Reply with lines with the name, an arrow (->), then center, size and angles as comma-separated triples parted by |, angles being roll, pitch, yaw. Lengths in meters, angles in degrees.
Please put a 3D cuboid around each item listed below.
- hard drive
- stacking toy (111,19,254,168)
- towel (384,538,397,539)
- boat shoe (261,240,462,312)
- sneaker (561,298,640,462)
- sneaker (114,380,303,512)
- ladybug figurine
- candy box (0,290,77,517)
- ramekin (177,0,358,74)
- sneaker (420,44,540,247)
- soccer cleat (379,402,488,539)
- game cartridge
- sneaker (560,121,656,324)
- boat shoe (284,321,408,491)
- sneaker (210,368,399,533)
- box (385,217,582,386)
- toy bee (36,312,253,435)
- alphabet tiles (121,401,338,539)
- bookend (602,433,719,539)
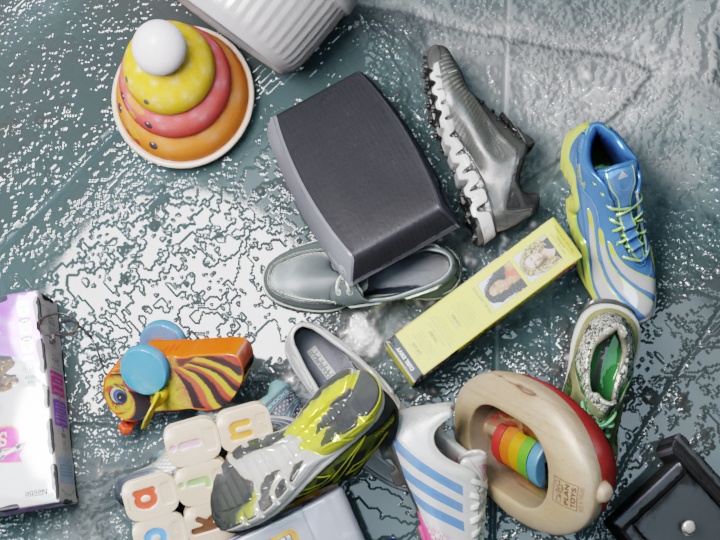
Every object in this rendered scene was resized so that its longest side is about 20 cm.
hard drive -> -0.003, -0.097, 1.278 | 0.134, 0.042, 0.201 | -27, 61, -3
stacking toy -> -0.181, -0.189, 1.250 | 0.144, 0.200, 0.149 | 0, 79, 2
towel -> -0.042, 0.337, 1.211 | 0.197, 0.050, 0.150 | -13, 97, -3
boat shoe -> 0.000, 0.000, 1.280 | 0.196, 0.062, 0.074 | -1, 82, 3
sneaker -> 0.213, 0.128, 1.228 | 0.076, 0.089, 0.203 | 9, 94, 7
sneaker -> -0.141, 0.167, 1.260 | 0.197, 0.078, 0.087 | -19, 68, -8
ladybug figurine -> 0.163, 0.161, 1.201 | 0.071, 0.199, 0.138 | -13, 117, -31
candy box -> -0.367, 0.135, 1.265 | 0.165, 0.072, 0.203 | -9, 79, 0
ramekin -> -0.108, -0.277, 1.270 | 0.199, 0.200, 0.106 | 35, 92, 7
sneaker -> 0.121, -0.130, 1.299 | 0.089, 0.066, 0.203 | -17, 84, -4
soccer cleat -> 0.088, 0.214, 1.209 | 0.085, 0.070, 0.202 | -23, 101, 11
game cartridge -> -0.079, 0.293, 1.172 | 0.198, 0.042, 0.135 | -25, 87, -4
sneaker -> 0.236, -0.049, 1.258 | 0.075, 0.105, 0.203 | -17, 79, -1
boat shoe -> -0.002, 0.130, 1.255 | 0.200, 0.065, 0.074 | 43, 83, 8
sneaker -> -0.044, 0.173, 1.172 | 0.199, 0.084, 0.075 | -37, 50, 13
box -> 0.115, 0.031, 1.266 | 0.199, 0.075, 0.050 | -37, 83, -5
toy bee -> -0.195, 0.102, 1.251 | 0.198, 0.131, 0.110 | 17, 121, 30
alphabet tiles -> -0.113, 0.221, 1.215 | 0.193, 0.015, 0.203 | -15, 110, -10
bookend -> 0.280, 0.291, 1.203 | 0.198, 0.092, 0.201 | -40, 80, -5
